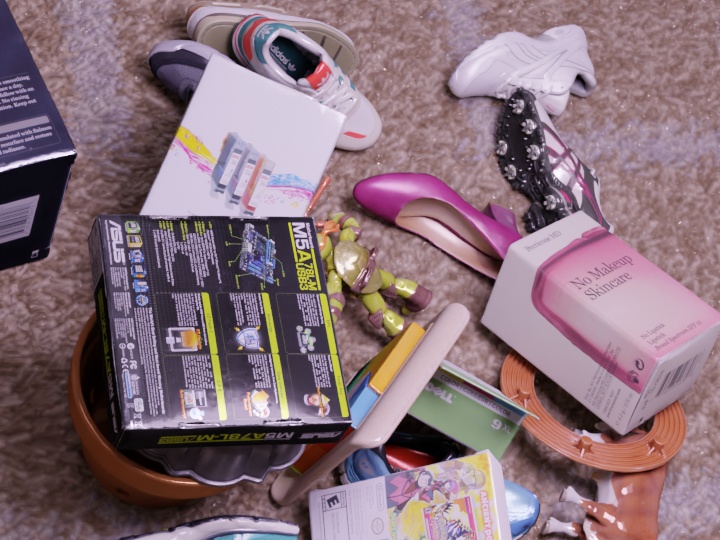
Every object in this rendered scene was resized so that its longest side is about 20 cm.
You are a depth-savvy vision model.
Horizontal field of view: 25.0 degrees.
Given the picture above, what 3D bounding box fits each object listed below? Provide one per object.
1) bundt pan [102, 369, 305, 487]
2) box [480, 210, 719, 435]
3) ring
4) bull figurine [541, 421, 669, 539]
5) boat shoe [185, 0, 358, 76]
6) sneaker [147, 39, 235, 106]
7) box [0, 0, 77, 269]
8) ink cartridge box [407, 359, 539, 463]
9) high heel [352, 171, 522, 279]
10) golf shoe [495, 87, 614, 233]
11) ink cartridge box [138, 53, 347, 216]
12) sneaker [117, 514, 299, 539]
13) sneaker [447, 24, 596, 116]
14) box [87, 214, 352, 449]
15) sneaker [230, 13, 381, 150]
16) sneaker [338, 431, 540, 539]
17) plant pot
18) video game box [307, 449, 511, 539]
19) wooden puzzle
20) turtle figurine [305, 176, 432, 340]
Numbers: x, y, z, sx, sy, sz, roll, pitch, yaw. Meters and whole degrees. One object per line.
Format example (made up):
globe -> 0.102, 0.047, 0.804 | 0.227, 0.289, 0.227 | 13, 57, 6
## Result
bundt pan -> -0.116, 0.079, 1.390 | 0.202, 0.076, 0.202 | 9, 58, -15
box -> 0.246, 0.050, 1.655 | 0.200, 0.109, 0.128 | 39, 43, 26
ring -> 0.240, 0.129, 1.659 | 0.200, 0.019, 0.200 | 12, 35, -8
bull figurine -> 0.253, 0.235, 1.611 | 0.121, 0.065, 0.200 | 24, 45, -3
boat shoe -> -0.095, -0.257, 1.768 | 0.200, 0.075, 0.068 | 10, 33, -33
sneaker -> -0.152, -0.154, 1.686 | 0.200, 0.075, 0.114 | 33, 55, 0
box -> -0.367, -0.125, 1.512 | 0.117, 0.197, 0.200 | -17, 68, -27
ink cartridge box -> 0.093, 0.128, 1.536 | 0.104, 0.200, 0.059 | 30, 90, -6
high heel -> 0.087, -0.043, 1.713 | 0.200, 0.067, 0.096 | 10, 47, -19
golf shoe -> 0.214, -0.110, 1.810 | 0.088, 0.077, 0.200 | -6, 70, -36
ink cartridge box -> -0.119, -0.086, 1.563 | 0.145, 0.145, 0.200 | 25, 88, -5
sneaker -> -0.149, 0.264, 1.452 | 0.200, 0.078, 0.080 | -11, 85, -21
sneaker -> 0.195, -0.220, 1.861 | 0.200, 0.078, 0.099 | -16, 71, -27
box -> -0.117, 0.047, 1.335 | 0.193, 0.048, 0.200 | 1, 60, -23
sneaker -> -0.047, -0.190, 1.702 | 0.200, 0.093, 0.070 | 42, 84, -24
sneaker -> 0.082, 0.206, 1.551 | 0.200, 0.090, 0.078 | 18, 56, -11
plant pot -> -0.173, 0.126, 1.470 | 0.200, 0.140, 0.200 | 9, 59, -16
video game box -> 0.049, 0.278, 1.460 | 0.182, 0.047, 0.200 | -16, 60, 19
wooden puzzle -> 0.003, 0.121, 1.506 | 0.037, 0.200, 0.185 | 43, 54, -7
turtle figurine -> 0.000, 0.000, 1.632 | 0.161, 0.064, 0.200 | 37, 39, -25
